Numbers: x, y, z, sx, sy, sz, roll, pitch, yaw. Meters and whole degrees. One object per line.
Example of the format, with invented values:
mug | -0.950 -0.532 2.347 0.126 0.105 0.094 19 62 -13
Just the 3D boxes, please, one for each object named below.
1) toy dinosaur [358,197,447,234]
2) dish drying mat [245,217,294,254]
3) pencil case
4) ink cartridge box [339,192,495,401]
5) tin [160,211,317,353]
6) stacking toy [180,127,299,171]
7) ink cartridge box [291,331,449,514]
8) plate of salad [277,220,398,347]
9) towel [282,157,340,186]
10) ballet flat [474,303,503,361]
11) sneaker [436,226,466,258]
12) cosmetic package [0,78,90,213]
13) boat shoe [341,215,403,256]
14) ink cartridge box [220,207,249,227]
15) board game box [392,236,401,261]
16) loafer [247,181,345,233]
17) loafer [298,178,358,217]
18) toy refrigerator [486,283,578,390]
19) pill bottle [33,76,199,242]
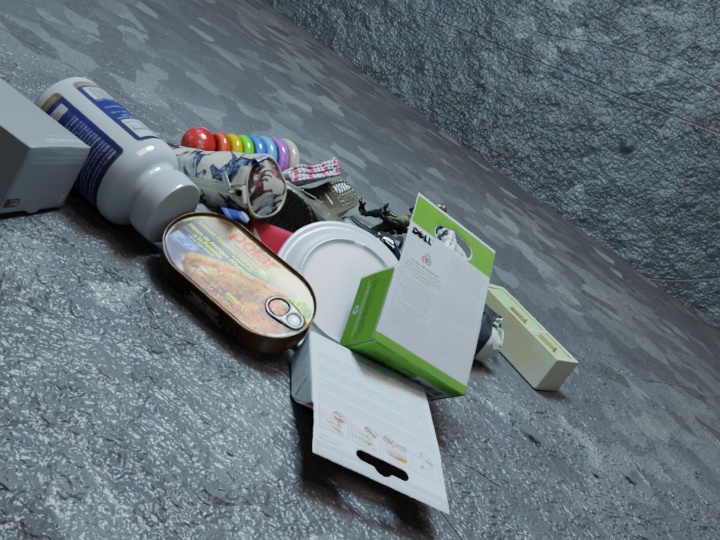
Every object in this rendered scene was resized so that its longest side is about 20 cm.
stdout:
toy dinosaur | 0.043 -0.083 1.310 0.198 0.048 0.088 -7 -29 40
dish drying mat | -0.070 -0.002 1.027 0.198 0.078 0.018 20 -14 -38
pencil case | -0.193 -0.114 0.994 0.198 0.079 0.089 10 6 27
ink cartridge box | 0.075 0.035 0.966 0.147 0.075 0.202 33 59 -26
tin | -0.138 0.012 0.896 0.199 0.042 0.112 39 49 14
stacking toy | -0.196 -0.189 1.282 0.198 0.086 0.086 9 31 -44
ink cartridge box | 0.005 0.163 0.828 0.159 0.047 0.201 29 24 -18
plate of salad | -0.021 0.034 0.989 0.198 0.048 0.203 14 61 -26
towel | -0.127 -0.135 1.190 0.200 0.144 0.030 -25 101 -68
ballet flat | 0.191 0.099 1.241 0.073 0.073 0.200 36 17 6
sneaker | 0.131 -0.018 1.217 0.081 0.075 0.200 53 14 -4
cosmetic package | -0.401 -0.151 0.842 0.199 0.091 0.107 33 16 7
boat shoe | 0.049 -0.027 1.273 0.200 0.066 0.070 43 -11 18
ink cartridge box | -0.099 -0.019 1.090 0.199 0.042 0.120 19 25 -42
board game box | 0.094 0.042 1.111 0.201 0.038 0.160 -108 180 -61
loafer | -0.080 -0.066 1.080 0.199 0.075 0.070 36 12 -28
loafer | -0.082 -0.087 1.243 0.199 0.068 0.076 -19 69 -47
toy refrigerator | 0.266 0.106 1.341 0.075 0.070 0.200 13 29 -46
pill bottle | -0.284 -0.125 0.929 0.199 0.112 0.111 39 20 15
